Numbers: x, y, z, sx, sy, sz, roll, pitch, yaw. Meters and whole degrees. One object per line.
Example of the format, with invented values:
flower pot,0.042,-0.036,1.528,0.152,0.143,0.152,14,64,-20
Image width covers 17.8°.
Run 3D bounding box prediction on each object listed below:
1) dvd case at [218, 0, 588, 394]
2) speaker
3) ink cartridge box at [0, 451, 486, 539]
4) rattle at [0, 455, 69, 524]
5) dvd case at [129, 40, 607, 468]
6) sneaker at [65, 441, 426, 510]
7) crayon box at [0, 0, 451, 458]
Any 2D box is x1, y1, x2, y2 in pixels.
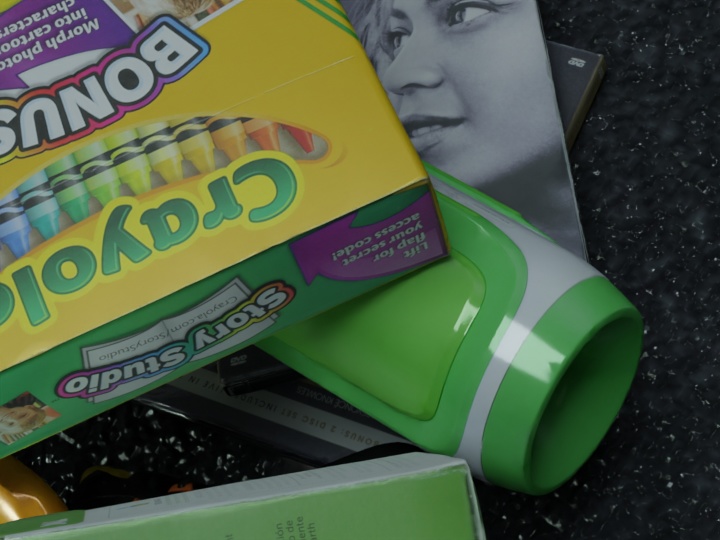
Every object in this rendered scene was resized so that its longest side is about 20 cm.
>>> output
dvd case,0.005,-0.059,0.919,0.148,0.016,0.201,-14,60,10
speaker,0.000,0.000,0.825,0.199,0.089,0.089,30,75,27
ink cartridge box,-0.063,0.104,0.743,0.198,0.104,0.060,-8,88,-7
rattle,-0.120,0.010,0.885,0.142,0.131,0.200,5,29,31
dvd case,-0.005,-0.020,0.930,0.148,0.016,0.201,17,70,24
sneaker,-0.069,0.099,0.854,0.199,0.070,0.090,-30,61,5
crayon box,-0.094,-0.043,0.787,0.199,0.058,0.173,-25,57,-2
